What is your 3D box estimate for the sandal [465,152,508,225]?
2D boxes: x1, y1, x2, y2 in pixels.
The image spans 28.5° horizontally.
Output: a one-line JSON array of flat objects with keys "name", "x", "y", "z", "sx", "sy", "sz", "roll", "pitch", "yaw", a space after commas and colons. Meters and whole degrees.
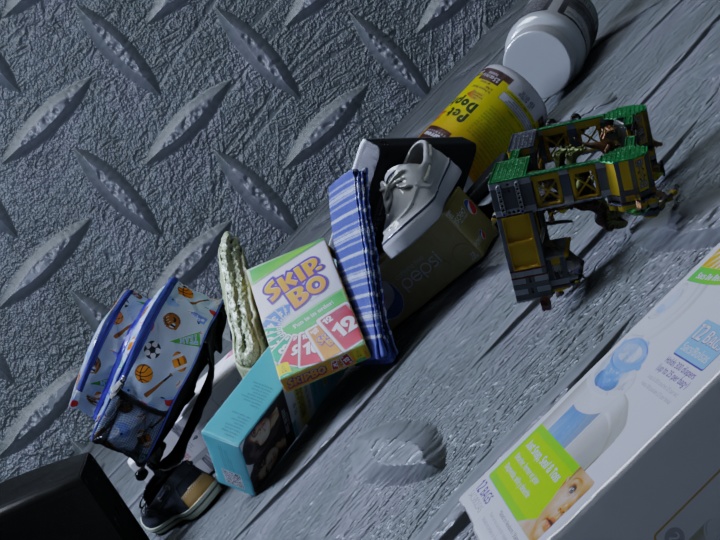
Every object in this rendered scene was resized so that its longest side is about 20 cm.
[{"name": "sandal", "x": 0.122, "y": -0.051, "z": 1.596, "sx": 0.201, "sy": 0.048, "sz": 0.075, "roll": -55, "pitch": 2, "yaw": 33}]

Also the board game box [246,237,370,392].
[{"name": "board game box", "x": -0.060, "y": 0.039, "z": 1.503, "sx": 0.095, "sy": 0.030, "sz": 0.201, "roll": -23, "pitch": 38, "yaw": 0}]

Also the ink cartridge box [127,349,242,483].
[{"name": "ink cartridge box", "x": -0.187, "y": 0.185, "z": 1.805, "sx": 0.200, "sy": 0.083, "sz": 0.147, "roll": -42, "pitch": 8, "yaw": 16}]

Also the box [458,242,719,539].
[{"name": "box", "x": 0.149, "y": 0.068, "z": 0.545, "sx": 0.200, "sy": 0.101, "sz": 0.113, "roll": -45, "pitch": 8, "yaw": 2}]

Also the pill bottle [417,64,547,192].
[{"name": "pill bottle", "x": 0.139, "y": -0.160, "z": 1.810, "sx": 0.200, "sy": 0.109, "sz": 0.109, "roll": -47, "pitch": 8, "yaw": -13}]

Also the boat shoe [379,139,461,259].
[{"name": "boat shoe", "x": 0.053, "y": -0.081, "z": 1.484, "sx": 0.072, "sy": 0.066, "sz": 0.200, "roll": -39, "pitch": 10, "yaw": 35}]

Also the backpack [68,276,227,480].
[{"name": "backpack", "x": -0.236, "y": 0.103, "z": 1.631, "sx": 0.191, "sy": 0.153, "sz": 0.200, "roll": -54, "pitch": 13, "yaw": 23}]

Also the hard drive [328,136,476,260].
[{"name": "hard drive", "x": 0.052, "y": -0.083, "z": 1.629, "sx": 0.199, "sy": 0.033, "sz": 0.141, "roll": -8, "pitch": -59, "yaw": -53}]

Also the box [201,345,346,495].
[{"name": "box", "x": -0.085, "y": 0.133, "z": 1.494, "sx": 0.200, "sy": 0.049, "sz": 0.083, "roll": -53, "pitch": -34, "yaw": -35}]

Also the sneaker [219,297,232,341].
[{"name": "sneaker", "x": -0.081, "y": 0.025, "z": 1.772, "sx": 0.145, "sy": 0.078, "sz": 0.202, "roll": -20, "pitch": 1, "yaw": -33}]

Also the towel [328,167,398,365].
[{"name": "towel", "x": 0.000, "y": 0.000, "z": 1.490, "sx": 0.024, "sy": 0.202, "sz": 0.145, "roll": -7, "pitch": -4, "yaw": -14}]

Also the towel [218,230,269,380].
[{"name": "towel", "x": -0.126, "y": 0.070, "z": 1.606, "sx": 0.036, "sy": 0.149, "sz": 0.201, "roll": -16, "pitch": 51, "yaw": -1}]

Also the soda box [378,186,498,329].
[{"name": "soda box", "x": 0.056, "y": -0.001, "z": 1.552, "sx": 0.200, "sy": 0.068, "sz": 0.064, "roll": -40, "pitch": 8, "yaw": 36}]

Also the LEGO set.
[{"name": "LEGO set", "x": 0.178, "y": -0.047, "z": 1.126, "sx": 0.152, "sy": 0.117, "sz": 0.200, "roll": -13, "pitch": 17, "yaw": 7}]

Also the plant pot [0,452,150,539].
[{"name": "plant pot", "x": -0.343, "y": 0.318, "z": 1.586, "sx": 0.177, "sy": 0.200, "sz": 0.200, "roll": -33, "pitch": 7, "yaw": -3}]

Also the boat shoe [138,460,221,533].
[{"name": "boat shoe", "x": -0.224, "y": 0.263, "z": 1.674, "sx": 0.075, "sy": 0.062, "sz": 0.200, "roll": -50, "pitch": 8, "yaw": -27}]

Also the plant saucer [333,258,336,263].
[{"name": "plant saucer", "x": -0.009, "y": 0.000, "z": 1.739, "sx": 0.201, "sy": 0.036, "sz": 0.200, "roll": -60, "pitch": -8, "yaw": -14}]

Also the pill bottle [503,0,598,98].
[{"name": "pill bottle", "x": 0.263, "y": -0.316, "z": 1.968, "sx": 0.113, "sy": 0.113, "sz": 0.200, "roll": -40, "pitch": 8, "yaw": 31}]
